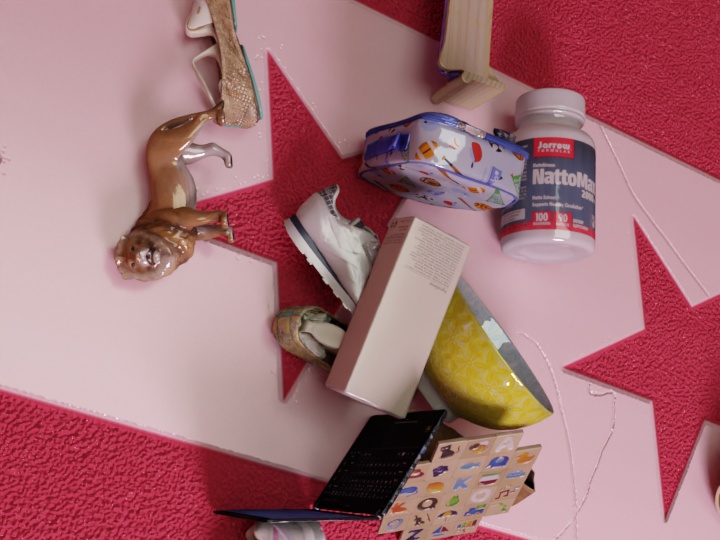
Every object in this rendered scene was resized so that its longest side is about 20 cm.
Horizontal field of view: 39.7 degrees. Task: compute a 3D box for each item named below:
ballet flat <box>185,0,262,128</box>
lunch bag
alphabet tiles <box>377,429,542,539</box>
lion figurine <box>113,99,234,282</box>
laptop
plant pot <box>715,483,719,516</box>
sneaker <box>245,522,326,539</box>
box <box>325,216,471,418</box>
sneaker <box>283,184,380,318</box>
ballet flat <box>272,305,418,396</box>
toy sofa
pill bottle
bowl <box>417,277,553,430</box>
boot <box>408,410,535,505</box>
[{"bbox_3d":[-0.162,-0.256,1.120,0.064,0.071,0.203,-13,82,-13],"label":"ballet flat"},{"bbox_3d":[0.089,-0.125,1.142,0.158,0.199,0.077,19,81,-22],"label":"lunch bag"},{"bbox_3d":[0.107,0.240,1.093,0.164,0.202,0.006,-4,47,-18],"label":"alphabet tiles"},{"bbox_3d":[-0.199,-0.087,1.063,0.120,0.073,0.203,-3,72,2],"label":"lion figurine"},{"bbox_3d":[-0.033,0.200,1.031,0.103,0.177,0.201,42,66,-14],"label":"laptop"},{"bbox_3d":[0.597,0.255,1.347,0.186,0.186,0.201,44,52,-12],"label":"plant pot"},{"bbox_3d":[-0.104,0.350,1.029,0.087,0.081,0.203,22,63,-20],"label":"sneaker"},{"bbox_3d":[0.041,0.049,1.073,0.081,0.068,0.202,27,81,-20],"label":"box"},{"bbox_3d":[0.000,0.000,1.128,0.080,0.076,0.201,-38,98,-1],"label":"sneaker"},{"bbox_3d":[-0.006,0.097,1.127,0.198,0.070,0.071,29,69,-19],"label":"ballet flat"},{"bbox_3d":[0.129,-0.316,1.263,0.096,0.083,0.203,11,76,-23],"label":"toy sofa"},{"bbox_3d":[0.238,-0.119,1.260,0.118,0.119,0.203,9,76,-24],"label":"pill bottle"},{"bbox_3d":[0.121,0.112,1.146,0.107,0.200,0.201,-36,99,10],"label":"bowl"},{"bbox_3d":[0.125,0.211,1.141,0.199,0.075,0.074,37,44,-30],"label":"boot"}]
